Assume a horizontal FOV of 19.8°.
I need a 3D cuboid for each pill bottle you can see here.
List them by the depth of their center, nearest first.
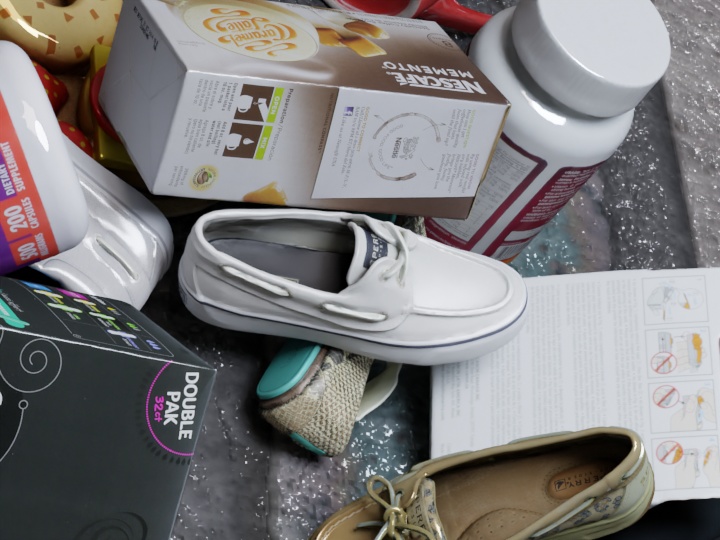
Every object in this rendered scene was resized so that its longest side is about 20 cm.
[{"bbox_3d":[-0.244,-0.032,1.031,0.199,0.113,0.113,-22,68,-8],"label":"pill bottle"},{"bbox_3d":[0.097,-0.091,1.248,0.109,0.200,0.110,16,52,-21],"label":"pill bottle"}]

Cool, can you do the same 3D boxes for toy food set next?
[{"bbox_3d":[-0.141,-0.120,1.230,0.197,0.049,0.201,9,54,-26],"label":"toy food set"}]

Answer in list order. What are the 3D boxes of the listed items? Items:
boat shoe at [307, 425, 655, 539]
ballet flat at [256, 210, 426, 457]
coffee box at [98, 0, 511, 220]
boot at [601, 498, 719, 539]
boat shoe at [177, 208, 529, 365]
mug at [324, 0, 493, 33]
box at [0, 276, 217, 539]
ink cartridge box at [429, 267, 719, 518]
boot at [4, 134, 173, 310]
[{"bbox_3d":[0.059,0.126,1.107,0.199,0.063,0.074,-21,63,2],"label":"boat shoe"},{"bbox_3d":[0.001,0.027,1.212,0.075,0.068,0.201,44,50,-26],"label":"ballet flat"},{"bbox_3d":[-0.033,-0.094,1.162,0.199,0.080,0.115,4,30,-27],"label":"coffee box"},{"bbox_3d":[0.166,0.110,1.232,0.199,0.076,0.169,-16,70,-41],"label":"boot"},{"bbox_3d":[0.000,0.000,1.140,0.199,0.066,0.072,10,56,-4],"label":"boat shoe"},{"bbox_3d":[0.070,-0.242,1.390,0.177,0.134,0.200,43,51,5],"label":"mug"},{"bbox_3d":[-0.192,0.080,0.956,0.199,0.149,0.124,13,8,-30],"label":"box"},{"bbox_3d":[0.139,0.077,1.190,0.199,0.047,0.161,-4,54,8],"label":"ink cartridge box"},{"bbox_3d":[-0.198,-0.037,1.120,0.199,0.074,0.096,33,41,-7],"label":"boot"}]
